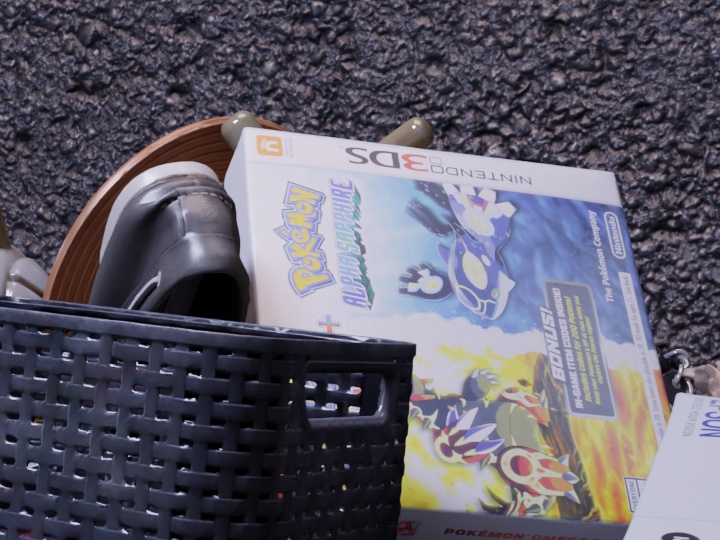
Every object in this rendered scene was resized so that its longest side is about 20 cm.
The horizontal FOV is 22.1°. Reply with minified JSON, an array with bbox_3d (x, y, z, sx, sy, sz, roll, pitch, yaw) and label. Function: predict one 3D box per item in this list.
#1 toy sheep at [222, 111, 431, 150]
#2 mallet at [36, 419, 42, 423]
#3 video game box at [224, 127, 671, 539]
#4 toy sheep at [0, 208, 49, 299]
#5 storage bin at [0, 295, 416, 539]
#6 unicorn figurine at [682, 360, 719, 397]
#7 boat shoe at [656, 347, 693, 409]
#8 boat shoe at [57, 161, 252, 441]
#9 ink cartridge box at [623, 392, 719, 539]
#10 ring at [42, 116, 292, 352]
[{"bbox_3d":[0.000,0.000,0.932,0.138,0.200,0.138,-35,3,2],"label":"toy sheep"},{"bbox_3d":[-0.114,0.094,1.104,0.066,0.041,0.200,8,6,41],"label":"mallet"},{"bbox_3d":[0.037,0.032,0.791,0.182,0.200,0.047,4,-40,-14],"label":"video game box"},{"bbox_3d":[-0.231,0.029,1.000,0.200,0.138,0.138,0,-1,8],"label":"toy sheep"},{"bbox_3d":[-0.094,0.060,0.644,0.200,0.094,0.135,5,-1,26],"label":"storage bin"},{"bbox_3d":[0.260,0.107,0.915,0.200,0.074,0.137,11,11,-4],"label":"unicorn figurine"},{"bbox_3d":[0.177,0.073,1.118,0.200,0.063,0.073,34,3,-14],"label":"boat shoe"},{"bbox_3d":[-0.089,0.044,0.774,0.067,0.200,0.057,-6,48,-25],"label":"boat shoe"},{"bbox_3d":[0.197,0.093,0.635,0.200,0.041,0.200,6,13,14],"label":"ink cartridge box"},{"bbox_3d":[-0.090,0.011,0.980,0.200,0.201,0.019,6,19,-48],"label":"ring"}]
